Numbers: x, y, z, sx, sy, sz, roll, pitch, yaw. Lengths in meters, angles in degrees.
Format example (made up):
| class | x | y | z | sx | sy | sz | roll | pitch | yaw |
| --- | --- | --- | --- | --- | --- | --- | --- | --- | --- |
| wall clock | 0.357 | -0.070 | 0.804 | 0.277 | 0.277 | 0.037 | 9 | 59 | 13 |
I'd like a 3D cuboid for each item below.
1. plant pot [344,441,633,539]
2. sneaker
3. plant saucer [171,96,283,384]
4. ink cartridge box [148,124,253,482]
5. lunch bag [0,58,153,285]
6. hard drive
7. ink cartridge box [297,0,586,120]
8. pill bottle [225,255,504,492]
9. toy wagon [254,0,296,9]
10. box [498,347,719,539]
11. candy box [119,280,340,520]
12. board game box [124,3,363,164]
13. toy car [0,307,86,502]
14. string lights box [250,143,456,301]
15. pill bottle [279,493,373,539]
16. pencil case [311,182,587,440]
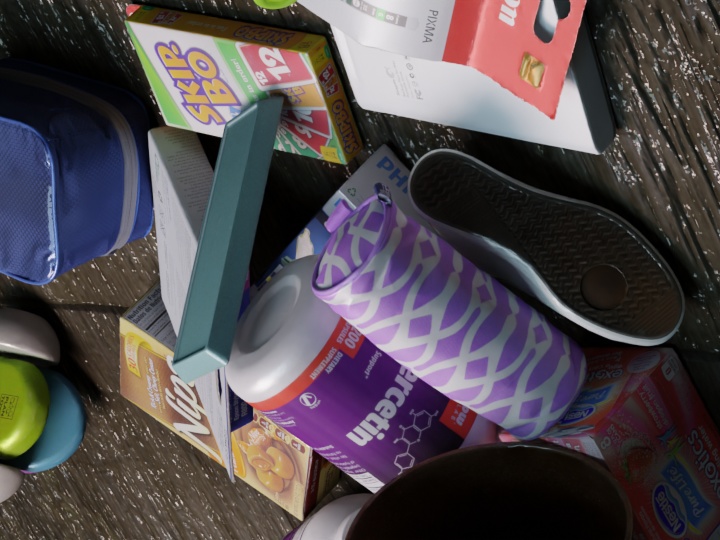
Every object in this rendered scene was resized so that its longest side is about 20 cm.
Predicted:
| class | x | y | z | sx | sy | sz | roll | pitch | yaw |
| --- | --- | --- | --- | --- | --- | --- | --- | --- | --- |
| plant pot | 0.100 | 0.248 | 1.558 | 0.187 | 0.187 | 0.200 | 16 | 133 | 38 |
| sneaker | 0.126 | -0.015 | 1.567 | 0.200 | 0.073 | 0.085 | 33 | 175 | 11 |
| plant saucer | -0.093 | -0.024 | 1.636 | 0.019 | 0.200 | 0.070 | 22 | 156 | -23 |
| ink cartridge box | -0.111 | 0.023 | 1.797 | 0.197 | 0.043 | 0.200 | 91 | 159 | -49 |
| lunch bag | -0.260 | -0.083 | 1.850 | 0.200 | 0.132 | 0.136 | 19 | 118 | 33 |
| hard drive | 0.062 | -0.147 | 1.511 | 0.200 | 0.026 | 0.132 | 14 | 136 | 40 |
| ink cartridge box | 0.043 | -0.192 | 1.425 | 0.200 | 0.050 | 0.161 | 37 | 138 | 26 |
| pill bottle | 0.013 | 0.085 | 1.629 | 0.200 | 0.113 | 0.112 | 37 | 152 | -23 |
| toy wagon | -0.066 | -0.237 | 1.462 | 0.200 | 0.039 | 0.155 | 113 | 148 | -57 |
| box | 0.195 | 0.160 | 1.632 | 0.095 | 0.103 | 0.200 | -2 | 126 | 50 |
| candy box | -0.107 | 0.107 | 1.963 | 0.200 | 0.055 | 0.116 | 32 | 146 | 18 |
| board game box | -0.090 | -0.135 | 1.701 | 0.200 | 0.030 | 0.096 | 17 | 139 | 41 |
| toy car | -0.330 | 0.130 | 2.176 | 0.150 | 0.175 | 0.200 | 25 | 165 | -41 |
| string lights box | 0.000 | 0.000 | 1.715 | 0.103 | 0.059 | 0.200 | 44 | 148 | 0 |
| pill bottle | -0.011 | 0.248 | 1.944 | 0.112 | 0.112 | 0.200 | 45 | 154 | 0 |
| pencil case | 0.056 | 0.031 | 1.552 | 0.200 | 0.084 | 0.086 | 38 | -172 | -23 |
